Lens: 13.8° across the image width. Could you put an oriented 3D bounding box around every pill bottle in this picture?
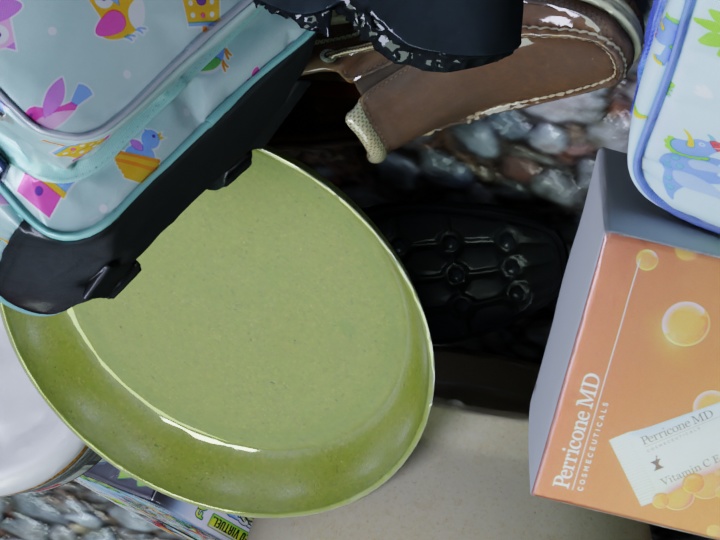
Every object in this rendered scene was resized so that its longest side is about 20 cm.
[{"bbox_3d":[-0.168,0.050,1.420,0.116,0.117,0.200,15,176,1],"label":"pill bottle"}]

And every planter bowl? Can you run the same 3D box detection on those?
[{"bbox_3d":[0.047,0.112,1.353,0.200,0.135,0.200,10,-168,-2],"label":"planter bowl"}]

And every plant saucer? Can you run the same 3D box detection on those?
[{"bbox_3d":[-0.059,0.017,1.264,0.199,0.031,0.201,12,127,16],"label":"plant saucer"}]

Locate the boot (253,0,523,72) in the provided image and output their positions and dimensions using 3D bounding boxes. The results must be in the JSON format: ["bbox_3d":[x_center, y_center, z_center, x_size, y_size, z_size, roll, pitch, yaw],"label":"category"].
[{"bbox_3d":[0.057,-0.150,0.990,0.199,0.076,0.169,11,108,19],"label":"boot"}]

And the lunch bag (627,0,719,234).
[{"bbox_3d":[0.185,-0.083,1.118,0.160,0.083,0.200,14,150,3],"label":"lunch bag"}]

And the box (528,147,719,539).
[{"bbox_3d":[0.180,0.042,1.238,0.199,0.098,0.125,13,113,-2],"label":"box"}]

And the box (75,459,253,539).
[{"bbox_3d":[-0.097,0.114,1.553,0.110,0.035,0.200,32,170,-25],"label":"box"}]

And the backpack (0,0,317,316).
[{"bbox_3d":[-0.131,-0.109,1.123,0.200,0.176,0.153,39,154,11],"label":"backpack"}]

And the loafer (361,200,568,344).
[{"bbox_3d":[0.000,0.000,1.372,0.200,0.070,0.068,-8,102,16],"label":"loafer"}]

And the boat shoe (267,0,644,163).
[{"bbox_3d":[0.018,-0.075,1.218,0.202,0.075,0.075,-3,145,30],"label":"boat shoe"}]
